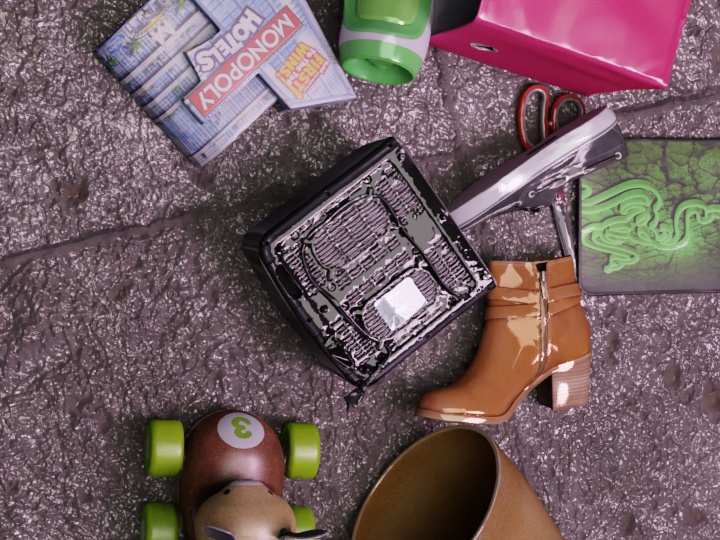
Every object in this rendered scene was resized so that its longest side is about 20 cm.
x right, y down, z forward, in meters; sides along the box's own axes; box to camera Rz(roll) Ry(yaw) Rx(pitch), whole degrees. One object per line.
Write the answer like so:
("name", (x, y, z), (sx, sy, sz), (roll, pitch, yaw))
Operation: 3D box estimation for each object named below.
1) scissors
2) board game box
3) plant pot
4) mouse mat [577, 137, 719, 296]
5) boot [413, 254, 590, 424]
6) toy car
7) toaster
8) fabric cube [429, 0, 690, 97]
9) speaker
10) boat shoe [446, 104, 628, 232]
("scissors", (0.190, -0.087, 1.752), (0.073, 0.014, 0.201), (1, 94, -17))
("board game box", (-0.111, -0.201, 1.641), (0.200, 0.062, 0.200), (-45, 102, -9))
("plant pot", (0.122, 0.282, 1.683), (0.200, 0.186, 0.187), (42, 82, -29))
("mouse mat", (0.314, -0.056, 1.783), (0.199, 0.008, 0.162), (-1, 94, -17))
("boot", (0.135, 0.068, 1.717), (0.199, 0.074, 0.156), (-9, 97, -26))
("toy car", (-0.106, 0.216, 1.592), (0.163, 0.200, 0.159), (3, 92, -15))
("toaster", (0.000, 0.000, 1.651), (0.200, 0.119, 0.181), (-38, 101, -10))
("fabric cube", (0.190, -0.288, 1.647), (0.198, 0.196, 0.201), (17, 88, -17))
("speaker", (0.034, -0.282, 1.646), (0.088, 0.088, 0.201), (14, 77, -15))
("boat shoe", (0.175, -0.089, 1.709), (0.199, 0.069, 0.057), (-32, 100, -2))
